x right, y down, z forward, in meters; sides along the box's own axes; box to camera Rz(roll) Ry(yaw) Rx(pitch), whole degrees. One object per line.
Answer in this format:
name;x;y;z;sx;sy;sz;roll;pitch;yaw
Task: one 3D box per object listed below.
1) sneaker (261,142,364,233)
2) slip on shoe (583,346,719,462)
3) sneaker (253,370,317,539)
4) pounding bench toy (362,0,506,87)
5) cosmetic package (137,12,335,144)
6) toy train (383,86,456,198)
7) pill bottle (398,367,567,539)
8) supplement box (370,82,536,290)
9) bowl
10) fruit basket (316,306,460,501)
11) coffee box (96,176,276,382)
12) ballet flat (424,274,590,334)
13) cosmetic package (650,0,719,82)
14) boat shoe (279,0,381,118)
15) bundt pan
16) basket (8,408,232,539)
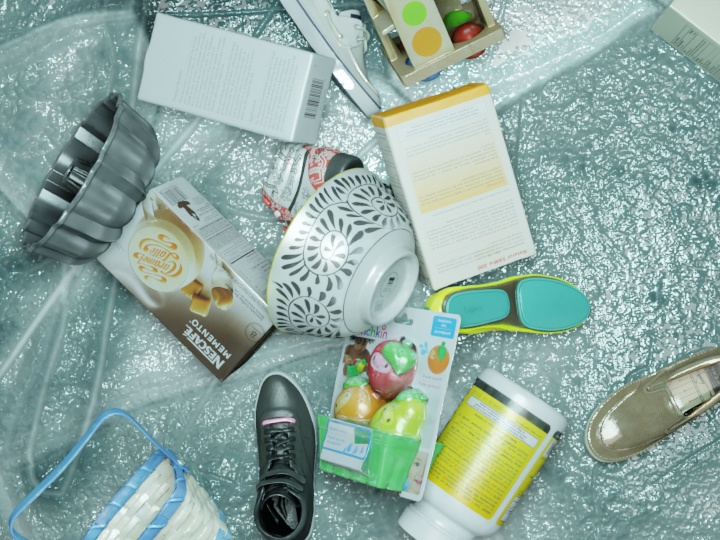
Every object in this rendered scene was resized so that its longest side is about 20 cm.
sneaker;-0.060;-0.046;1.502;0.108;0.067;0.202;19;111;31
slip on shoe;0.341;0.150;1.477;0.200;0.061;0.076;-27;87;0
sneaker;-0.085;0.211;1.467;0.071;0.099;0.201;-5;86;3
pounding bench toy;0.063;-0.315;1.487;0.124;0.200;0.156;-26;118;2
cosmetic package;-0.139;-0.213;1.471;0.200;0.071;0.102;18;99;19
toy train;0.061;-0.129;1.507;0.034;0.046;0.200;37;88;3
pill bottle;0.130;0.217;1.454;0.112;0.112;0.200;34;88;3
supplement box;0.102;-0.094;1.460;0.126;0.074;0.200;-18;101;-9
bowl;0.000;0.000;1.408;0.094;0.201;0.201;29;88;29
fruit basket;0.023;0.136;1.440;0.094;0.185;0.201;9;90;-39
coffee box;-0.178;0.009;1.473;0.200;0.080;0.114;45;114;3
ballet flat;0.160;0.039;1.479;0.200;0.067;0.067;-1;87;-27
cosmetic package;0.433;-0.249;1.476;0.200;0.105;0.071;39;87;2
boat shoe;-0.024;-0.269;1.509;0.070;0.071;0.200;-35;80;2
bundt pan;-0.289;-0.092;1.451;0.076;0.202;0.202;31;88;-23
basket;-0.257;0.270;1.437;0.176;0.139;0.200;-46;117;-1
